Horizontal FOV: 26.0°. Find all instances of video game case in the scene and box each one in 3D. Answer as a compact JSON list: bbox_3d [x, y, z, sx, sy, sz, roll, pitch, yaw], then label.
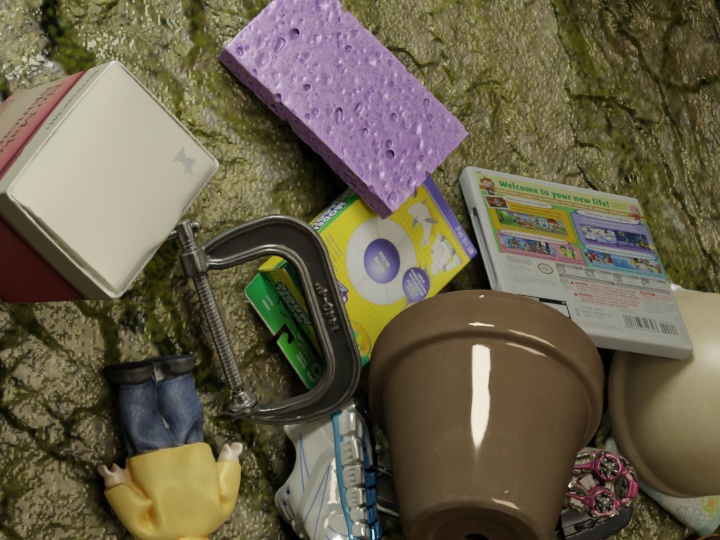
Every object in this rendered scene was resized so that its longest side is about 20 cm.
[{"bbox_3d":[0.196,-0.007,1.428,0.198,0.022,0.184,9,48,-26],"label":"video game case"}]

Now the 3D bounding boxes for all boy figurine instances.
[{"bbox_3d":[-0.146,0.169,1.237,0.123,0.064,0.203,-13,95,-33],"label":"boy figurine"}]

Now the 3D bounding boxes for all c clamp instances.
[{"bbox_3d":[-0.094,0.041,1.272,0.169,0.027,0.202,-24,102,-3],"label":"c clamp"}]

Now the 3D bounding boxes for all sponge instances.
[{"bbox_3d":[-0.013,-0.149,1.325,0.200,0.030,0.112,44,63,-3],"label":"sponge"}]

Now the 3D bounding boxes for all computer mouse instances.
[{"bbox_3d":[0.187,0.249,1.470,0.198,0.034,0.059,-23,101,-32],"label":"computer mouse"}]

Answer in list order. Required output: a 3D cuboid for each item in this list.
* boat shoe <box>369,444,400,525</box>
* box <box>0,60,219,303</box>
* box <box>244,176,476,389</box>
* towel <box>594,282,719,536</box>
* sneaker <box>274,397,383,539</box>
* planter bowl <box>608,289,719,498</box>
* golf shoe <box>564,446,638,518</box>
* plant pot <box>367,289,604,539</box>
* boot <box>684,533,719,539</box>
[{"bbox_3d":[0.075,0.225,1.380,0.199,0.071,0.064,30,73,-18],"label":"boat shoe"},{"bbox_3d":[-0.216,-0.058,1.121,0.109,0.199,0.128,45,65,-23],"label":"box"},{"bbox_3d":[0.000,0.000,1.344,0.200,0.048,0.118,-43,110,-26],"label":"box"},{"bbox_3d":[0.330,0.138,1.564,0.171,0.048,0.201,38,68,-23],"label":"towel"},{"bbox_3d":[-0.028,0.212,1.302,0.075,0.086,0.203,41,42,-68],"label":"sneaker"},{"bbox_3d":[0.351,0.117,1.474,0.198,0.134,0.203,2,86,-30],"label":"planter bowl"},{"bbox_3d":[0.148,0.180,1.426,0.198,0.092,0.074,16,87,-9],"label":"golf shoe"},{"bbox_3d":[0.096,0.146,1.250,0.199,0.199,0.176,34,42,-27],"label":"plant pot"},{"bbox_3d":[0.311,0.324,1.524,0.199,0.075,0.074,-35,108,-29],"label":"boot"}]
